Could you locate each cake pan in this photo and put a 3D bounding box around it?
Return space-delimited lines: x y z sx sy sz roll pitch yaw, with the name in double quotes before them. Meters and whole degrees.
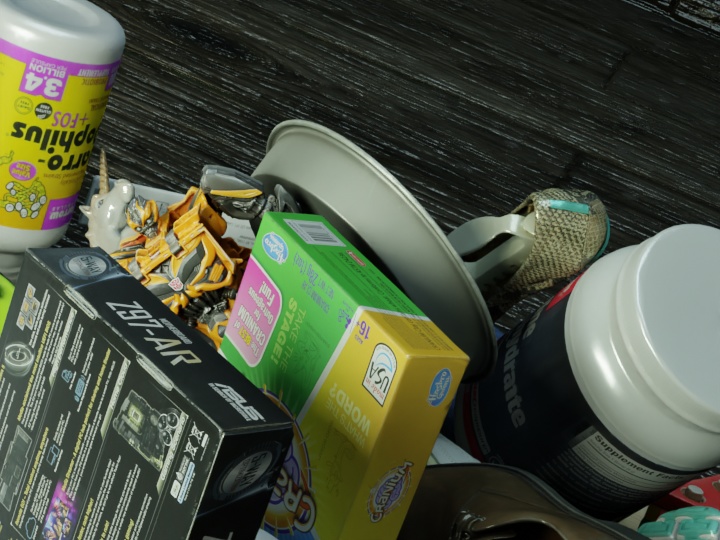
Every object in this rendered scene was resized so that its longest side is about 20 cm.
"cake pan" 0.000 0.000 1.091 0.037 0.201 0.200 -40 54 -20

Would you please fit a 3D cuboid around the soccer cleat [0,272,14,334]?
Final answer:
"soccer cleat" -0.307 0.000 1.122 0.199 0.068 0.081 14 9 -15

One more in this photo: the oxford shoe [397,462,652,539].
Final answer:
"oxford shoe" 0.070 0.144 0.963 0.084 0.073 0.199 11 0 -44

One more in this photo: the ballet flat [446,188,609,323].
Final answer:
"ballet flat" 0.071 0.002 1.119 0.075 0.200 0.068 13 58 -28

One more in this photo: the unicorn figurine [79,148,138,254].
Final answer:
"unicorn figurine" -0.111 -0.003 1.139 0.074 0.137 0.200 -38 91 -30

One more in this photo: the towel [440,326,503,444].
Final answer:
"towel" 0.060 0.097 1.216 0.112 0.049 0.200 45 30 13

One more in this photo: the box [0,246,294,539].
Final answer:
"box" -0.122 0.114 0.821 0.043 0.201 0.160 -1 29 -45

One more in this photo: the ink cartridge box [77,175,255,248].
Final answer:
"ink cartridge box" -0.078 -0.010 1.313 0.199 0.044 0.173 13 -10 30

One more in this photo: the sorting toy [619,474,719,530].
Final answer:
"sorting toy" 0.253 0.202 1.133 0.199 0.070 0.199 24 21 9

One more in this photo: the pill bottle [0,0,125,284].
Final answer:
"pill bottle" -0.232 -0.084 1.198 0.104 0.201 0.104 18 21 -7

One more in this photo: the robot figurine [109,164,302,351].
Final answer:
"robot figurine" -0.067 0.034 1.046 0.200 0.145 0.058 47 18 -23

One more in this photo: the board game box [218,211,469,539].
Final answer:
"board game box" -0.030 0.092 0.957 0.040 0.201 0.153 3 26 -36

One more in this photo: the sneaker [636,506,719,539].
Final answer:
"sneaker" 0.168 0.221 0.973 0.091 0.077 0.200 56 48 -18

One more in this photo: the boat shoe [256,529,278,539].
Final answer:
"boat shoe" -0.052 0.195 0.878 0.070 0.071 0.200 6 32 -39

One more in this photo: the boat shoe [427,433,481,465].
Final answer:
"boat shoe" 0.077 0.156 1.067 0.068 0.075 0.200 -17 51 -35

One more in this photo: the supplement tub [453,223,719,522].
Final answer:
"supplement tub" 0.159 0.071 1.092 0.140 0.200 0.141 14 57 -24
